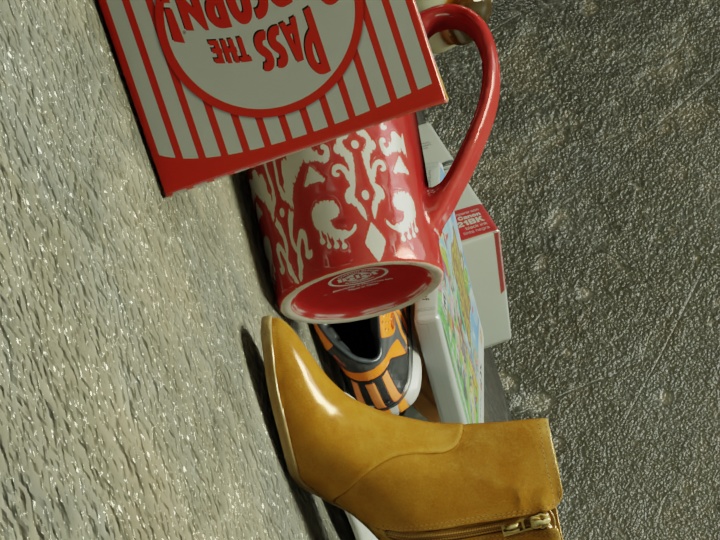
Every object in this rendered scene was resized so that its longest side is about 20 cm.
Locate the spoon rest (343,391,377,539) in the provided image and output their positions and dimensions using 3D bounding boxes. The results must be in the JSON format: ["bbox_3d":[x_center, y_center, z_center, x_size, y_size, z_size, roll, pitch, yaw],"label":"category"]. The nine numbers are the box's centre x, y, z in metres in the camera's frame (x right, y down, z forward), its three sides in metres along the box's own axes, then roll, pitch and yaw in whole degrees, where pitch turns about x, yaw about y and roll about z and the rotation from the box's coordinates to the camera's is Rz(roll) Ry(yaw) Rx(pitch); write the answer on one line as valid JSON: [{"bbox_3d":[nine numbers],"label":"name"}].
[{"bbox_3d":[0.013,0.158,1.079,0.200,0.060,0.099,57,9,-14],"label":"spoon rest"}]

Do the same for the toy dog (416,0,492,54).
[{"bbox_3d":[0.004,-0.203,1.300,0.194,0.199,0.140,63,10,-57],"label":"toy dog"}]

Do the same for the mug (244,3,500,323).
[{"bbox_3d":[-0.004,-0.085,1.098,0.133,0.177,0.201,12,60,-48],"label":"mug"}]

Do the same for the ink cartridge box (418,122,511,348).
[{"bbox_3d":[0.072,-0.030,1.702,0.200,0.083,0.145,-119,-166,-48],"label":"ink cartridge box"}]

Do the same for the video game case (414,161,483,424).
[{"bbox_3d":[0.073,0.047,1.357,0.182,0.022,0.200,-86,164,-48],"label":"video game case"}]

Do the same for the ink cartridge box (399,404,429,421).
[{"bbox_3d":[0.022,0.069,1.501,0.200,0.047,0.161,36,33,-51],"label":"ink cartridge box"}]

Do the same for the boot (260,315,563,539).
[{"bbox_3d":[0.035,0.100,0.960,0.071,0.143,0.202,-80,151,-79],"label":"boot"}]

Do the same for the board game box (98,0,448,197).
[{"bbox_3d":[-0.057,-0.156,0.857,0.046,0.151,0.201,-63,134,-82],"label":"board game box"}]

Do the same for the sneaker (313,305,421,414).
[{"bbox_3d":[0.000,0.000,1.253,0.112,0.077,0.201,65,9,-52],"label":"sneaker"}]

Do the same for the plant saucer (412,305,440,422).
[{"bbox_3d":[0.055,0.040,1.493,0.200,0.037,0.201,51,23,-33],"label":"plant saucer"}]
